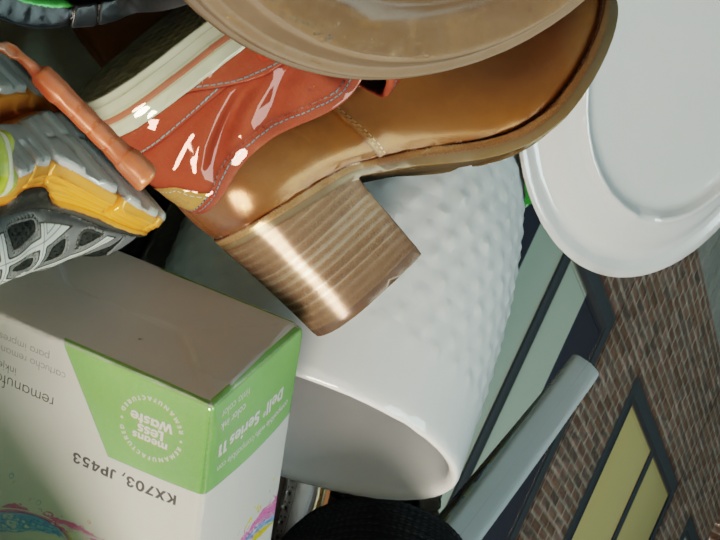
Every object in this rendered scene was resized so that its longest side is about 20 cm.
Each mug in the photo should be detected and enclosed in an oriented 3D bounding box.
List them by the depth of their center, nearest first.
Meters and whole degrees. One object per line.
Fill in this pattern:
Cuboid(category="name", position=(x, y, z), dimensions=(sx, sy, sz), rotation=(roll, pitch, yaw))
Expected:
Cuboid(category="mug", position=(0.000, 0.000, 0.893), dimensions=(0.200, 0.147, 0.176), rotation=(75, 31, -64))

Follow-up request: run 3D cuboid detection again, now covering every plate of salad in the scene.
Cuboid(category="plate of salad", position=(0.132, -0.096, 0.913), dimensions=(0.200, 0.048, 0.201), rotation=(-17, 117, -38))

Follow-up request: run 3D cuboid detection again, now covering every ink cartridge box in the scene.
Cuboid(category="ink cartridge box", position=(-0.098, 0.097, 0.773), dimensions=(0.067, 0.117, 0.201), rotation=(-43, 148, -52))

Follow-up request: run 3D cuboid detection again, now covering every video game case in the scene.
Cuboid(category="video game case", position=(0.049, 0.154, 1.163), dimensions=(0.182, 0.023, 0.200), rotation=(-55, 174, 38))

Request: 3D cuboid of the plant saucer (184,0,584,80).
Cuboid(category="plant saucer", position=(0.021, -0.147, 0.610), dimensions=(0.199, 0.029, 0.201), rotation=(-10, 120, -17))

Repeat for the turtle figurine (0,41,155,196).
Cuboid(category="turtle figurine", position=(-0.148, -0.031, 0.495), dimensions=(0.162, 0.064, 0.200), rotation=(-53, 127, -5))

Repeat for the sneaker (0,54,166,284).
Cuboid(category="sneaker", position=(-0.129, -0.024, 0.649), dimensions=(0.077, 0.078, 0.200), rotation=(-47, 165, 11))

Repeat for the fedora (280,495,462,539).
Cuboid(category="fedora", position=(-0.002, 0.170, 0.915), dimensions=(0.092, 0.200, 0.201), rotation=(-74, 171, -47))

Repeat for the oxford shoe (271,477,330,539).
Cuboid(category="oxford shoe", position=(-0.071, 0.124, 0.949), dimensions=(0.201, 0.071, 0.073), rotation=(-64, 156, -8))

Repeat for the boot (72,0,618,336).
Cuboid(category="boot", position=(-0.001, -0.094, 0.762), dimensions=(0.200, 0.155, 0.074), rotation=(-46, -167, -28))

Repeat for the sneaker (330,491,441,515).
Cuboid(category="sneaker", position=(0.023, 0.072, 1.144), dimensions=(0.200, 0.075, 0.087), rotation=(90, 20, -52))

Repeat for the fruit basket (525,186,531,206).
Cuboid(category="fruit basket", position=(0.083, -0.133, 1.010), dimensions=(0.185, 0.093, 0.201), rotation=(162, -57, -73))

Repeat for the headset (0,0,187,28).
Cuboid(category="headset", position=(-0.051, -0.140, 0.633), dimensions=(0.199, 0.094, 0.124), rotation=(-21, 129, -36))

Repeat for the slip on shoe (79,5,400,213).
Cuboid(category="slip on shoe", position=(-0.001, -0.092, 0.690), dimensions=(0.200, 0.074, 0.061), rotation=(-37, 110, -8))
